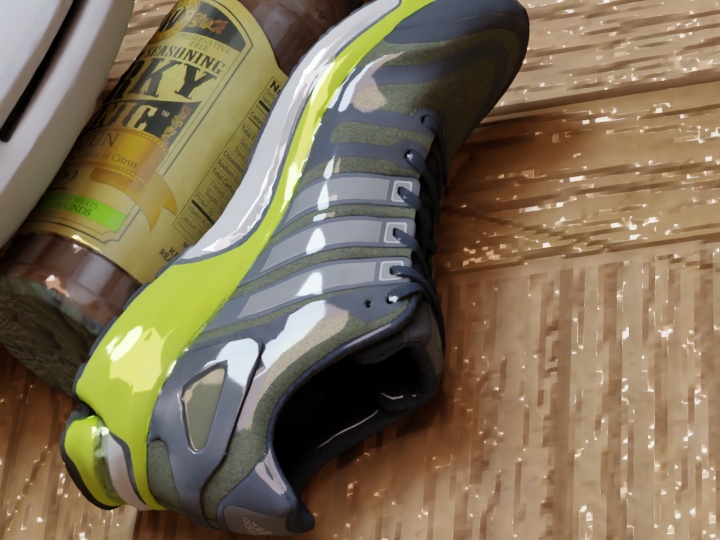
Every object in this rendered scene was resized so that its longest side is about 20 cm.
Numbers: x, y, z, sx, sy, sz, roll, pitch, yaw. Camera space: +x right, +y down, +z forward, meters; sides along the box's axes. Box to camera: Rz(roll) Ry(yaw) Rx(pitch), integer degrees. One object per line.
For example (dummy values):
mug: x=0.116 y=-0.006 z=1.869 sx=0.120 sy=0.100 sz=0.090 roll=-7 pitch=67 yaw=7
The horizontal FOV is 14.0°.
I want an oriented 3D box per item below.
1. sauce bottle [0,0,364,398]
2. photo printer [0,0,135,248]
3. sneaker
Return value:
sauce bottle: x=-0.045 y=-0.050 z=0.927 sx=0.064 sy=0.065 sz=0.200 roll=12 pitch=55 yaw=30
photo printer: x=-0.159 y=-0.056 z=0.931 sx=0.199 sy=0.069 sz=0.167 roll=-16 pitch=39 yaw=36
sneaker: x=0.000 y=0.000 z=0.868 sx=0.081 sy=0.074 sz=0.200 roll=24 pitch=70 yaw=29
